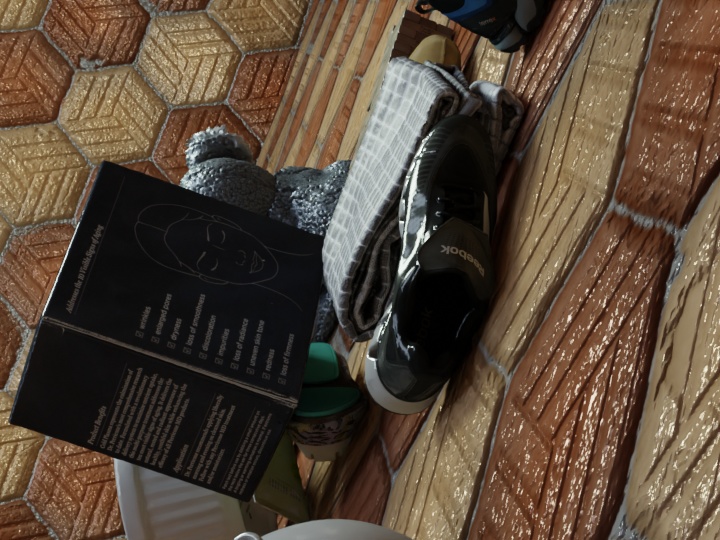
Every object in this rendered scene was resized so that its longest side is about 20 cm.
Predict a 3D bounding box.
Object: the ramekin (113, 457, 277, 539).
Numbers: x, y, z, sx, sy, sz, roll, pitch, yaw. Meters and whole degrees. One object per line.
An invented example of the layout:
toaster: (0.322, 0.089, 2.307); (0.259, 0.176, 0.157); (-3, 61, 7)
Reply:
ramekin: (-0.135, 0.196, 1.461); (0.202, 0.094, 0.203); (-13, -90, -84)

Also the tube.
tube: (-0.084, 0.121, 1.409); (0.052, 0.058, 0.201); (109, 152, -46)

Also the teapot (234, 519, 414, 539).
teapot: (-0.048, 0.215, 0.906); (0.197, 0.145, 0.201); (-109, 39, -78)

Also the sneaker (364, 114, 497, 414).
sneaker: (0.057, -0.010, 1.077); (0.090, 0.066, 0.201); (143, 143, -70)

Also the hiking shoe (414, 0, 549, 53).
hiking shoe: (0.114, -0.249, 1.202); (0.075, 0.086, 0.201); (-83, 16, -60)

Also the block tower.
block tower: (0.037, -0.154, 1.594); (0.058, 0.054, 0.201); (124, 164, -55)

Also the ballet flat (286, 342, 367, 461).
ballet flat: (-0.029, 0.115, 1.376); (0.200, 0.072, 0.072); (-105, 36, -77)

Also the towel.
towel: (0.036, -0.054, 1.237); (0.166, 0.085, 0.201); (-111, 42, -77)

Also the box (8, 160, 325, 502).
box: (-0.143, 0.044, 1.320); (0.200, 0.196, 0.124); (-79, 13, -51)

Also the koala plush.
koala plush: (-0.092, -0.053, 1.680); (0.184, 0.199, 0.178); (122, 167, -52)

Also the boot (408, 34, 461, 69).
boot: (0.036, -0.090, 1.433); (0.175, 0.066, 0.200); (-56, 12, 23)
